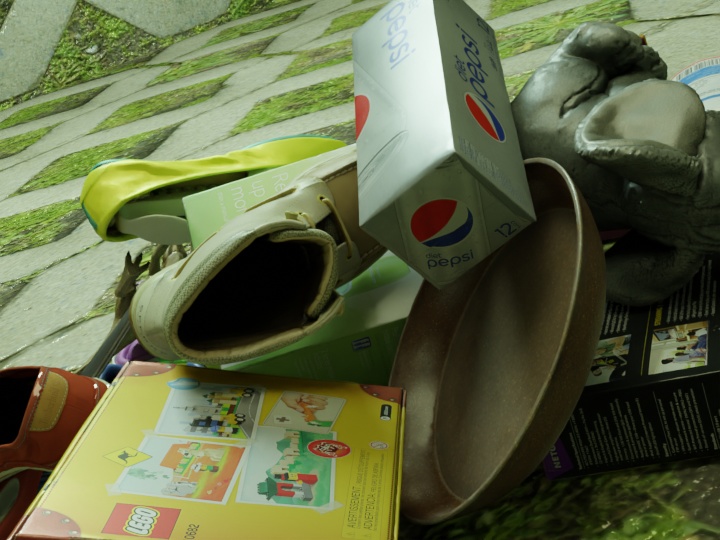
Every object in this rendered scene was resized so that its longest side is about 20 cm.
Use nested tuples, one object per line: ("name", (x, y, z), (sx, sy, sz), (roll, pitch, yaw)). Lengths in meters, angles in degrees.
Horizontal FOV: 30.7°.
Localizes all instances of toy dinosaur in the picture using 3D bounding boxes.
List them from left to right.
("toy dinosaur", (-0.159, 0.029, 0.958), (0.101, 0.058, 0.200), (-52, 3, 46))

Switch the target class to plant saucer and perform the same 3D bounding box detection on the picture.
("plant saucer", (0.071, 0.040, 0.687), (0.034, 0.200, 0.200), (22, 9, -17))

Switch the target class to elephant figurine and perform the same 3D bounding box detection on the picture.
("elephant figurine", (0.168, -0.053, 0.725), (0.155, 0.141, 0.200), (-56, 34, 11))

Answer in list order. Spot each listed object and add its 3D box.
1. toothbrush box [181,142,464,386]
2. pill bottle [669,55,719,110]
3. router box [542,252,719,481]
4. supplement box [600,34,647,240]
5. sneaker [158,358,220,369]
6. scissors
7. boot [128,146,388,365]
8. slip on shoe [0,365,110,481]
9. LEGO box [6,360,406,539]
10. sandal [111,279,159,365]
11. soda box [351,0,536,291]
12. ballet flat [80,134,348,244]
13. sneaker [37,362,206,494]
("toothbrush box", (0.000, 0.000, 0.854), (0.200, 0.086, 0.146), (-16, 55, -1))
("pill bottle", (0.253, -0.073, 0.901), (0.112, 0.112, 0.200), (-11, 20, 17))
("router box", (0.183, 0.037, 0.738), (0.149, 0.051, 0.200), (-12, 19, 21))
("supplement box", (0.191, -0.108, 1.059), (0.086, 0.110, 0.200), (-10, 19, 22))
("sneaker", (-0.095, 0.020, 0.986), (0.074, 0.084, 0.200), (-6, 22, 29))
("scissors", (-0.178, 0.094, 0.787), (0.200, 0.014, 0.073), (-45, 36, 9))
("boot", (-0.028, -0.012, 0.717), (0.200, 0.072, 0.155), (-32, 7, -14))
("slip on shoe", (-0.217, 0.088, 0.770), (0.200, 0.061, 0.074), (-11, 57, 44))
("LEGO box", (-0.058, 0.115, 0.592), (0.149, 0.077, 0.200), (6, 16, 2))
("sandal", (-0.165, 0.032, 1.065), (0.082, 0.050, 0.203), (-18, 20, -3))
("soda box", (0.040, -0.084, 0.731), (0.068, 0.063, 0.200), (-38, 31, 26))
("ballet flat", (-0.096, -0.050, 0.929), (0.200, 0.067, 0.067), (-7, 42, -13))
("sneaker", (-0.160, 0.096, 0.832), (0.200, 0.079, 0.075), (-10, 19, 21))
